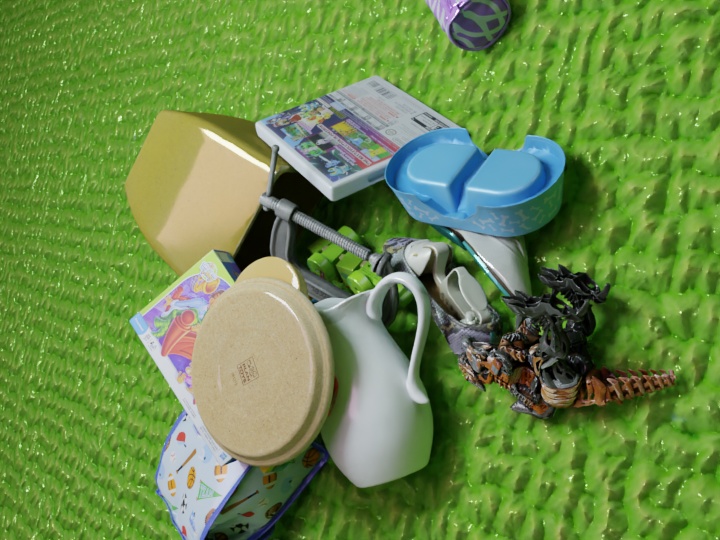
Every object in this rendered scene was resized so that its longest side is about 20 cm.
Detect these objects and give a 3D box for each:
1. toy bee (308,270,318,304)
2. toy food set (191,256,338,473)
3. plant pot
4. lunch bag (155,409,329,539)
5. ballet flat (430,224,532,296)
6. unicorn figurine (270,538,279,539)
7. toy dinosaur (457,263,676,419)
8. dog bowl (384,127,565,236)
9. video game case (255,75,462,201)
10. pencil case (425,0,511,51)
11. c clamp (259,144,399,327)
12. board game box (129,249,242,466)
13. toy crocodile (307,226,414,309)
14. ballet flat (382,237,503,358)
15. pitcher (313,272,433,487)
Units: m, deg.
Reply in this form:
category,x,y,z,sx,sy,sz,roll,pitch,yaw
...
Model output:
category,x,y,z,sx,sy,sz,roll,pitch,yaw
toy bee,-0.083,0.074,1.093,0.199,0.108,0.133,-16,84,49
toy food set,-0.105,0.104,0.929,0.198,0.048,0.201,-47,64,22
plant pot,-0.183,-0.104,1.142,0.199,0.195,0.196,35,107,12
lunch bag,-0.160,0.243,1.106,0.201,0.124,0.170,-51,42,-2
ballet flat,0.130,-0.038,0.929,0.070,0.069,0.200,-59,41,17
unicorn figurine,-0.113,0.397,1.065,0.138,0.073,0.202,57,136,42
toy dinosaur,0.183,0.076,0.814,0.197,0.102,0.138,0,109,16
dog bowl,0.119,-0.090,0.913,0.198,0.050,0.112,13,51,38
video game case,-0.004,-0.163,1.052,0.200,0.180,0.023,44,151,46
pencil case,0.103,-0.343,1.036,0.084,0.085,0.201,-50,46,28
c clamp,-0.036,-0.020,0.981,0.198,0.027,0.172,33,136,12
board game box,-0.155,0.098,1.011,0.134,0.045,0.201,-38,78,11
toy crocodile,0.000,0.000,1.065,0.067,0.062,0.199,-44,41,-20
ballet flat,0.090,0.011,0.943,0.072,0.071,0.201,-54,49,22
pitcher,0.022,0.113,0.928,0.170,0.120,0.203,-21,84,42
